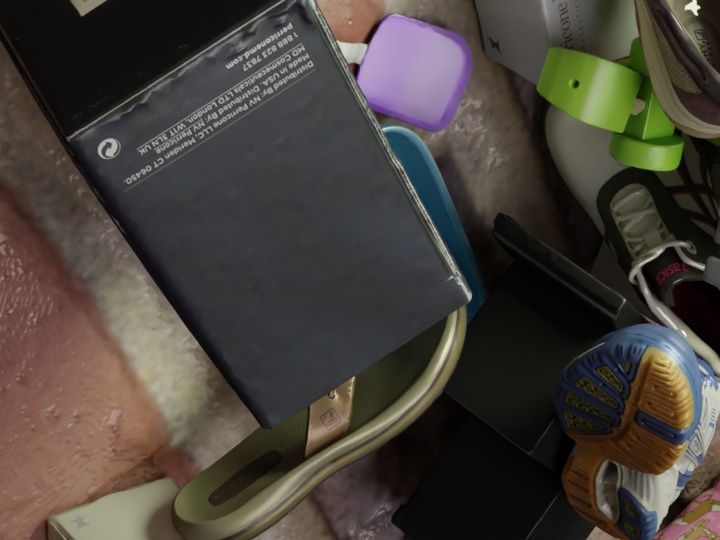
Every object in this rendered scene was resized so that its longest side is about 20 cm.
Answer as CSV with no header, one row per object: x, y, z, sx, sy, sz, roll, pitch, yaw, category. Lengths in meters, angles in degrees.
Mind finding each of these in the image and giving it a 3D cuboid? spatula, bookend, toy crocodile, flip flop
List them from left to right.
-0.025,0.069,1.147,0.200,0.081,0.058,-37,115,-8,flip flop
-0.022,-0.118,1.122,0.200,0.021,0.057,11,109,-40,spatula
0.086,0.096,1.235,0.200,0.092,0.199,-55,155,1,bookend
0.180,-0.100,1.171,0.200,0.062,0.068,-10,118,-39,toy crocodile

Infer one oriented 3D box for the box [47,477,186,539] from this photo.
-0.123,0.223,1.204,0.082,0.068,0.201,-18,125,-29,box

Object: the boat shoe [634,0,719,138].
0.161,-0.168,1.086,0.072,0.065,0.201,-14,84,-19,boat shoe

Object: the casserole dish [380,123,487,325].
0.000,0.000,1.194,0.121,0.039,0.200,-39,133,-14,casserole dish

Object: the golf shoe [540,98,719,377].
0.172,-0.027,1.216,0.077,0.200,0.088,-37,179,19,golf shoe

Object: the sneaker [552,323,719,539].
0.153,0.067,1.138,0.088,0.075,0.200,-50,163,-22,sneaker

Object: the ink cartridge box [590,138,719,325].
0.247,-0.060,1.318,0.146,0.086,0.201,8,108,-38,ink cartridge box

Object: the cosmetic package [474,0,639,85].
0.158,-0.191,1.184,0.200,0.071,0.102,-30,129,-20,cosmetic package

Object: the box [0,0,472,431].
-0.070,-0.070,0.978,0.123,0.200,0.199,-34,131,-2,box

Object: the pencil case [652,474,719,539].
0.240,0.190,1.458,0.200,0.083,0.087,-38,133,-14,pencil case

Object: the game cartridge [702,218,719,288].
0.243,-0.090,1.153,0.130,0.038,0.201,-10,118,-59,game cartridge
